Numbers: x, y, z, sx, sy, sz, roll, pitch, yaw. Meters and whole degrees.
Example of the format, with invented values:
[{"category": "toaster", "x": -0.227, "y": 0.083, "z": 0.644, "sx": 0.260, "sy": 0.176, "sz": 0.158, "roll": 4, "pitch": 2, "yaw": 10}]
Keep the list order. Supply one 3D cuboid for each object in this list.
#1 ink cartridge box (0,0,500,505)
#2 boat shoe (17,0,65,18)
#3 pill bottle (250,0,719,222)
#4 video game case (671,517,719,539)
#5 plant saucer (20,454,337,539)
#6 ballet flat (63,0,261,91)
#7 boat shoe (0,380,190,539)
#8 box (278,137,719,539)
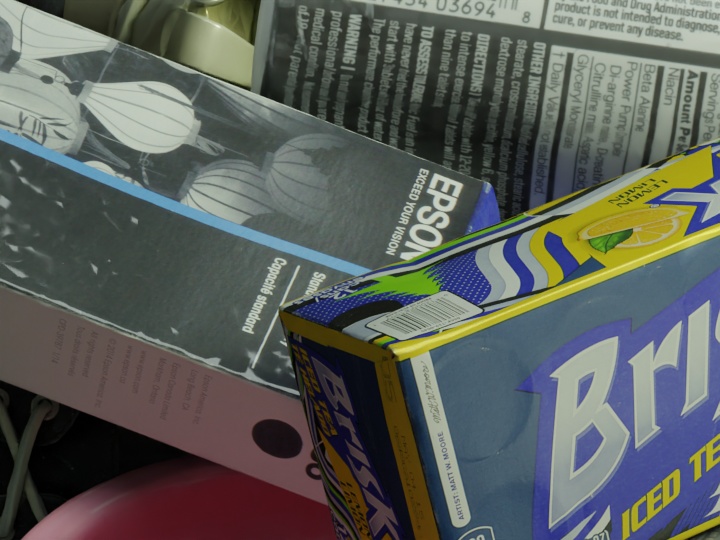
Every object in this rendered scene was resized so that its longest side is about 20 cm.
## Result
[{"category": "ink cartridge box", "x": -0.036, "y": -0.001, "z": 0.658, "sx": 0.199, "sy": 0.039, "sz": 0.100, "roll": 21, "pitch": 44, "yaw": 1}, {"category": "boat shoe", "x": -0.043, "y": -0.112, "z": 1.044, "sx": 0.199, "sy": 0.070, "sz": 0.066, "roll": 1, "pitch": 44, "yaw": -26}, {"category": "pill bottle", "x": 0.076, "y": -0.052, "z": 0.720, "sx": 0.199, "sy": 0.107, "sz": 0.106, "roll": 9, "pitch": 25, "yaw": 8}, {"category": "video game case", "x": 0.148, "y": 0.039, "z": 0.635, "sx": 0.181, "sy": 0.024, "sz": 0.200, "roll": -2, "pitch": 20, "yaw": 34}, {"category": "plant saucer", "x": 0.007, "y": 0.111, "z": 0.609, "sx": 0.199, "sy": 0.051, "sz": 0.201, "roll": 9, "pitch": 25, "yaw": -4}, {"category": "ballet flat", "x": -0.025, "y": -0.066, "z": 0.842, "sx": 0.199, "sy": 0.070, "sz": 0.069, "roll": 21, "pitch": 27, "yaw": 23}, {"category": "boat shoe", "x": -0.077, "y": 0.043, "z": 0.686, "sx": 0.199, "sy": 0.076, "sz": 0.060, "roll": -10, "pitch": 19, "yaw": -34}, {"category": "box", "x": 0.086, "y": 0.011, "z": 0.607, "sx": 0.199, "sy": 0.070, "sz": 0.064, "roll": -21, "pitch": 16, "yaw": -21}]
